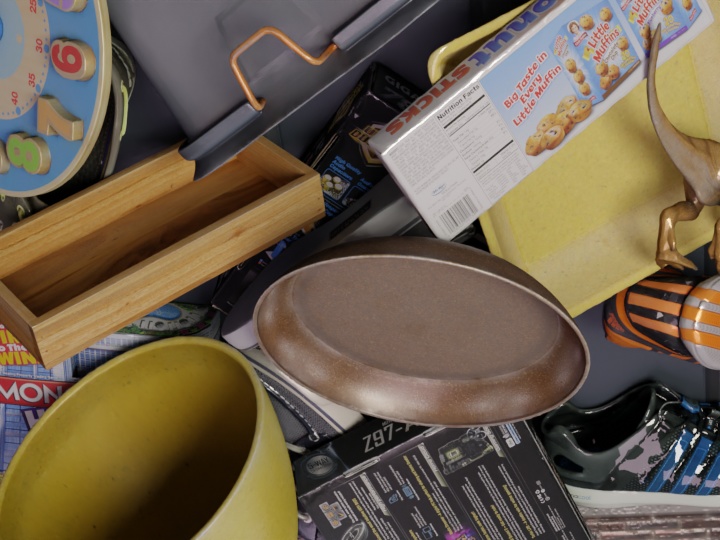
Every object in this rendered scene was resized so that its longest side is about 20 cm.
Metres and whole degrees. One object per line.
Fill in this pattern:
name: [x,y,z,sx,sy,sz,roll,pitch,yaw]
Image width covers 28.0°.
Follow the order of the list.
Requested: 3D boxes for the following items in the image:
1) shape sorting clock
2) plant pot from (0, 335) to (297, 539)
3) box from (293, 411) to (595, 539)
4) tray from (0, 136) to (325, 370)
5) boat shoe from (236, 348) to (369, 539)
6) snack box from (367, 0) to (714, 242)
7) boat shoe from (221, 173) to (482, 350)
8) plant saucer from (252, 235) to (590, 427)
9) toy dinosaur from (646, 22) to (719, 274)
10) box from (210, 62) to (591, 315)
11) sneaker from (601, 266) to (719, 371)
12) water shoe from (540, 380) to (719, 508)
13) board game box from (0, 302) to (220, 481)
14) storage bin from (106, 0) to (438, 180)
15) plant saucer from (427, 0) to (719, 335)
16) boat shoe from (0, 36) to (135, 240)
shape sorting clock: [-0.216,-0.143,0.851,0.199,0.039,0.202,15,112,42]
plant pot: [-0.119,0.165,0.951,0.198,0.201,0.142,-19,131,18]
box: [0.069,0.181,1.002,0.159,0.044,0.201,-28,116,7]
tray: [-0.130,-0.021,0.874,0.199,0.098,0.037,-31,133,-25]
boat shoe: [-0.036,0.136,1.022,0.200,0.075,0.093,45,78,-27]
snack box: [0.101,-0.105,0.792,0.200,0.024,0.072,-39,121,-2]
boat shoe: [0.000,0.000,0.908,0.200,0.070,0.066,-38,110,19]
plant saucer: [0.036,0.035,0.850,0.198,0.032,0.201,7,148,4]
toy dinosaur: [0.204,-0.055,0.849,0.199,0.107,0.060,21,169,-38]
box: [0.033,-0.005,0.964,0.199,0.050,0.199,31,120,-13]
sneaker: [0.237,0.032,0.954,0.199,0.112,0.078,22,87,-41]
water shoe: [0.225,0.119,1.009,0.198,0.072,0.079,-11,124,14]
board game box: [-0.203,0.073,1.035,0.198,0.062,0.201,5,125,3]
storage bin: [-0.058,-0.166,0.823,0.199,0.146,0.135,-34,104,25]
plant saucer: [0.144,-0.090,0.860,0.199,0.048,0.201,-28,121,-9]
boat shoe: [-0.197,-0.052,0.919,0.071,0.060,0.203,19,105,-12]
